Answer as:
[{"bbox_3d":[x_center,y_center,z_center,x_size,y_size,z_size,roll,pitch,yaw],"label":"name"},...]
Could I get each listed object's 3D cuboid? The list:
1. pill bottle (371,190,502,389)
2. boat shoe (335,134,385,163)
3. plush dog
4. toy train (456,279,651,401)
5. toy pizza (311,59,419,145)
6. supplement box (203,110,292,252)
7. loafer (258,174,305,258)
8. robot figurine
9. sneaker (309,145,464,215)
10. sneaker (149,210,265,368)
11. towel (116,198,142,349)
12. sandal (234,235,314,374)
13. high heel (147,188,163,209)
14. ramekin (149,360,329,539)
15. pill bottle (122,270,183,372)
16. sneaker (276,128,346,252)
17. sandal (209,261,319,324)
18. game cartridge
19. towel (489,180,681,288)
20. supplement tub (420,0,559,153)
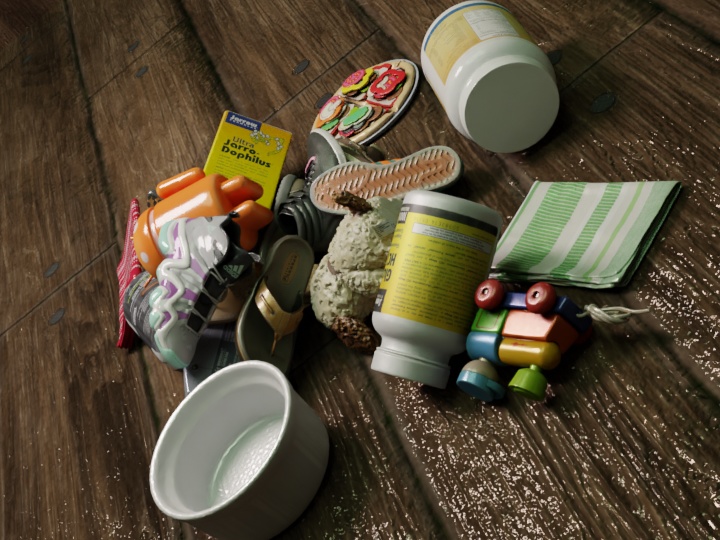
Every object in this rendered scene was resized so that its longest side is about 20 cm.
[{"bbox_3d":[0.077,0.022,1.352,0.112,0.112,0.200,10,83,52],"label":"pill bottle"},{"bbox_3d":[0.002,-0.149,1.727,0.075,0.075,0.202,-35,34,-15],"label":"boat shoe"},{"bbox_3d":[0.000,0.000,1.501,0.172,0.160,0.200,-55,26,24],"label":"plush dog"},{"bbox_3d":[0.188,0.080,1.248,0.200,0.085,0.116,4,64,49],"label":"toy train"},{"bbox_3d":[0.001,-0.256,1.893,0.200,0.032,0.200,-28,35,21],"label":"toy pizza"},{"bbox_3d":[-0.180,-0.118,1.813,0.109,0.109,0.200,116,170,-46],"label":"supplement box"},{"bbox_3d":[-0.092,-0.040,1.686,0.070,0.075,0.200,10,66,6],"label":"loafer"},{"bbox_3d":[-0.217,-0.052,1.657,0.200,0.144,0.117,-26,20,16],"label":"robot figurine"},{"bbox_3d":[0.037,-0.108,1.605,0.200,0.080,0.072,-11,81,10],"label":"sneaker"},{"bbox_3d":[-0.178,0.014,1.502,0.140,0.078,0.200,-13,64,20],"label":"sneaker"},{"bbox_3d":[-0.348,0.005,1.869,0.200,0.022,0.145,-104,25,-50],"label":"towel"},{"bbox_3d":[-0.094,0.042,1.511,0.055,0.082,0.200,-24,40,54],"label":"sandal"},{"bbox_3d":[-0.319,-0.068,1.905,0.200,0.143,0.071,-7,45,42],"label":"high heel"},{"bbox_3d":[-0.131,0.211,1.398,0.200,0.098,0.201,-27,39,24],"label":"ramekin"},{"bbox_3d":[-0.246,0.073,1.691,0.106,0.106,0.200,-46,32,-6],"label":"pill bottle"},{"bbox_3d":[-0.068,-0.108,1.659,0.071,0.099,0.200,116,144,-54],"label":"sneaker"},{"bbox_3d":[-0.128,0.009,1.571,0.211,0.070,0.078,-8,49,-15],"label":"sandal"},{"bbox_3d":[-0.149,0.094,1.558,0.133,0.041,0.200,12,46,-1],"label":"game cartridge"},{"bbox_3d":[0.242,-0.044,1.387,0.200,0.023,0.153,4,53,49],"label":"towel"},{"bbox_3d":[0.167,-0.249,1.599,0.145,0.145,0.200,-35,33,10],"label":"supplement tub"}]
